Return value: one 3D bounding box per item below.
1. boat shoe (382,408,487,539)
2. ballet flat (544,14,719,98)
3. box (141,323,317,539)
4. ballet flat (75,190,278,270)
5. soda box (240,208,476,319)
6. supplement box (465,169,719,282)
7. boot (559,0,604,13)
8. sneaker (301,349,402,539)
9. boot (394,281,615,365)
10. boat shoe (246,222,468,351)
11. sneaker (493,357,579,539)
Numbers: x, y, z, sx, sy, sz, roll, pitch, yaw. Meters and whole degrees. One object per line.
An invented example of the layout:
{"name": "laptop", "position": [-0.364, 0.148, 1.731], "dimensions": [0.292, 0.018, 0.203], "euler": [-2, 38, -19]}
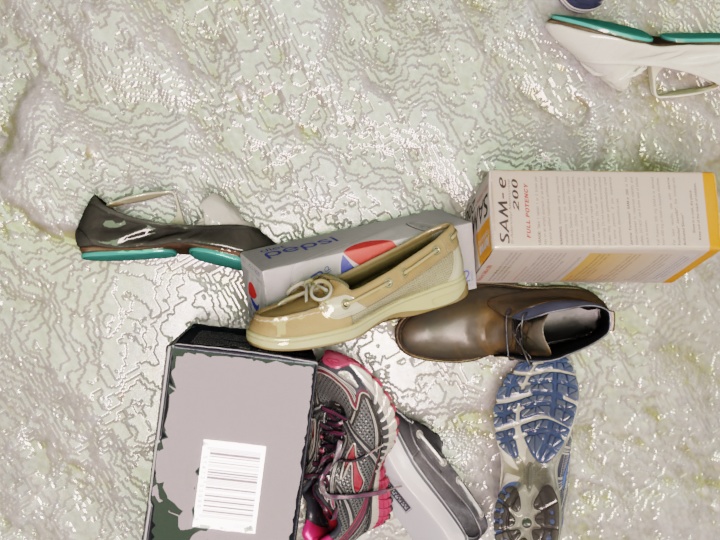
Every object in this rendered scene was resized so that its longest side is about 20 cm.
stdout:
{"name": "boat shoe", "position": [0.045, 0.170, 1.015], "dimensions": [0.068, 0.072, 0.200], "euler": [-31, 79, -36]}
{"name": "ballet flat", "position": [0.266, -0.194, 1.023], "dimensions": [0.198, 0.069, 0.070], "euler": [5, 91, -6]}
{"name": "box", "position": [-0.109, 0.157, 0.933], "dimensions": [0.123, 0.197, 0.202], "euler": [7, 91, -6]}
{"name": "ballet flat", "position": [-0.155, -0.037, 0.990], "dimensions": [0.198, 0.068, 0.069], "euler": [5, 83, -5]}
{"name": "soda box", "position": [0.000, 0.000, 0.970], "dimensions": [0.199, 0.068, 0.064], "euler": [-13, 109, -19]}
{"name": "supplement box", "position": [0.201, -0.037, 0.982], "dimensions": [0.198, 0.126, 0.074], "euler": [0, 76, -5]}
{"name": "boot", "position": [0.244, -0.332, 0.998], "dimensions": [0.072, 0.090, 0.201], "euler": [22, 90, -5]}
{"name": "sneaker", "position": [-0.015, 0.161, 0.958], "dimensions": [0.074, 0.080, 0.201], "euler": [-26, 126, -36]}
{"name": "boot", "position": [0.132, 0.047, 0.999], "dimensions": [0.198, 0.097, 0.075], "euler": [-9, 92, -5]}
{"name": "boat shoe", "position": [-0.003, 0.014, 0.896], "dimensions": [0.199, 0.073, 0.064], "euler": [-15, 105, -22]}
{"name": "sneaker", "position": [0.161, 0.176, 1.023], "dimensions": [0.076, 0.085, 0.201], "euler": [6, 70, 19]}
